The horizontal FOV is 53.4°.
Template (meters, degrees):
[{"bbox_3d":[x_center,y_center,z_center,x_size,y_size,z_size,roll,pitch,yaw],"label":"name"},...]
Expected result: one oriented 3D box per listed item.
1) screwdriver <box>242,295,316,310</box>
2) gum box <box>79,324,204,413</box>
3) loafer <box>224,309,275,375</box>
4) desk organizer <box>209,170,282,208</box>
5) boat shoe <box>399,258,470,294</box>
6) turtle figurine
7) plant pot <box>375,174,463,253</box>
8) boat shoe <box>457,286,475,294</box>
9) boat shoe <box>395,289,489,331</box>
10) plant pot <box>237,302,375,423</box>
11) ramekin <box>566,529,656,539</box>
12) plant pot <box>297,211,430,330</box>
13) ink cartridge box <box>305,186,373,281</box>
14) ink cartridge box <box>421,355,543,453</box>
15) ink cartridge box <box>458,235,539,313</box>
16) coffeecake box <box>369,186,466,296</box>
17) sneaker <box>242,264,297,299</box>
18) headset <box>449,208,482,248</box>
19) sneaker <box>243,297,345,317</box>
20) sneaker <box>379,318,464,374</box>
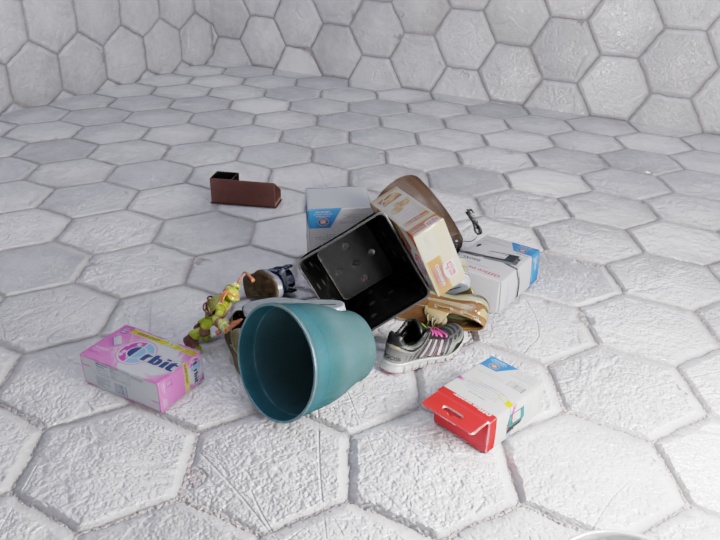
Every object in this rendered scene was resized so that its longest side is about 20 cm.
[{"bbox_3d":[-0.158,0.069,1.550,0.199,0.028,0.029,-11,1,-15],"label":"screwdriver"},{"bbox_3d":[-0.401,0.173,1.304,0.199,0.066,0.113,15,31,25],"label":"gum box"},{"bbox_3d":[-0.215,0.141,1.371,0.076,0.068,0.200,-15,31,-27],"label":"loafer"},{"bbox_3d":[-0.333,-0.235,2.079,0.199,0.077,0.072,5,28,8],"label":"desk organizer"},{"bbox_3d":[0.151,0.026,1.529,0.199,0.072,0.062,-16,55,38],"label":"boat shoe"},{"bbox_3d":[-0.280,0.086,1.379,0.064,0.161,0.200,33,27,-20],"label":"turtle figurine"},{"bbox_3d":[0.152,-0.105,1.769,0.186,0.188,0.200,-21,49,-36],"label":"plant pot"},{"bbox_3d":[0.171,0.037,1.588,0.200,0.074,0.063,8,14,35],"label":"boat shoe"},{"bbox_3d":[0.167,0.089,1.482,0.199,0.076,0.074,0,46,10],"label":"boat shoe"},{"bbox_3d":[-0.079,0.147,1.251,0.200,0.201,0.187,26,21,39],"label":"plant pot"},{"bbox_3d":[0.310,0.414,0.830,0.199,0.106,0.200,0,28,0],"label":"ramekin"},{"bbox_3d":[0.000,0.000,1.484,0.199,0.201,0.177,-31,13,1],"label":"plant pot"},{"bbox_3d":[-0.051,-0.074,1.648,0.146,0.201,0.145,-3,25,-6],"label":"ink cartridge box"},{"bbox_3d":[0.206,0.231,1.215,0.199,0.068,0.116,-23,35,-38],"label":"ink cartridge box"},{"bbox_3d":[0.300,0.005,1.635,0.144,0.085,0.200,19,33,32],"label":"ink cartridge box"},{"bbox_3d":[0.114,-0.062,1.451,0.073,0.154,0.200,-32,33,-9],"label":"coffeecake box"},{"bbox_3d":[-0.175,0.025,1.545,0.108,0.071,0.200,-10,5,-26],"label":"sneaker"},{"bbox_3d":[0.178,-0.063,1.622,0.199,0.094,0.124,-23,-7,4],"label":"headset"},{"bbox_3d":[-0.127,0.096,1.378,0.199,0.071,0.073,2,18,7],"label":"sneaker"},{"bbox_3d":[0.125,0.131,1.383,0.199,0.088,0.074,-16,32,-30],"label":"sneaker"}]
